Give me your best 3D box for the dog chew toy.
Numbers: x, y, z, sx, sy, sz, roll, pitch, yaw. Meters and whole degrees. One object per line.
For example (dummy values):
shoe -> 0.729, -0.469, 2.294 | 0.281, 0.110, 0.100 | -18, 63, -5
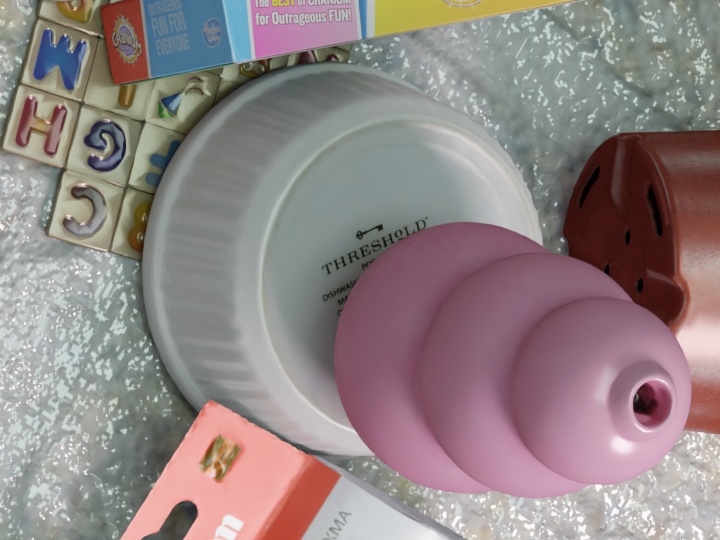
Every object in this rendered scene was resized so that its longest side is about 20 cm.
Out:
dog chew toy -> 0.072, 0.044, 1.039 | 0.124, 0.200, 0.125 | -3, 96, -27

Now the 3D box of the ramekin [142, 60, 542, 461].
ramekin -> 0.000, 0.000, 1.163 | 0.202, 0.094, 0.203 | -3, 97, -28

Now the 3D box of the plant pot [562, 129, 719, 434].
plant pot -> 0.218, 0.007, 1.235 | 0.194, 0.201, 0.202 | 3, 91, -18

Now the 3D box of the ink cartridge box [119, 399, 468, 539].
ink cartridge box -> -0.034, 0.177, 1.150 | 0.200, 0.057, 0.163 | 33, 89, -40

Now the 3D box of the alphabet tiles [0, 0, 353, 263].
alphabet tiles -> -0.085, -0.101, 1.172 | 0.166, 0.006, 0.201 | 17, 84, -26

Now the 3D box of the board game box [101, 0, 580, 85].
board game box -> -0.004, -0.129, 1.124 | 0.199, 0.153, 0.041 | -13, 96, -26
